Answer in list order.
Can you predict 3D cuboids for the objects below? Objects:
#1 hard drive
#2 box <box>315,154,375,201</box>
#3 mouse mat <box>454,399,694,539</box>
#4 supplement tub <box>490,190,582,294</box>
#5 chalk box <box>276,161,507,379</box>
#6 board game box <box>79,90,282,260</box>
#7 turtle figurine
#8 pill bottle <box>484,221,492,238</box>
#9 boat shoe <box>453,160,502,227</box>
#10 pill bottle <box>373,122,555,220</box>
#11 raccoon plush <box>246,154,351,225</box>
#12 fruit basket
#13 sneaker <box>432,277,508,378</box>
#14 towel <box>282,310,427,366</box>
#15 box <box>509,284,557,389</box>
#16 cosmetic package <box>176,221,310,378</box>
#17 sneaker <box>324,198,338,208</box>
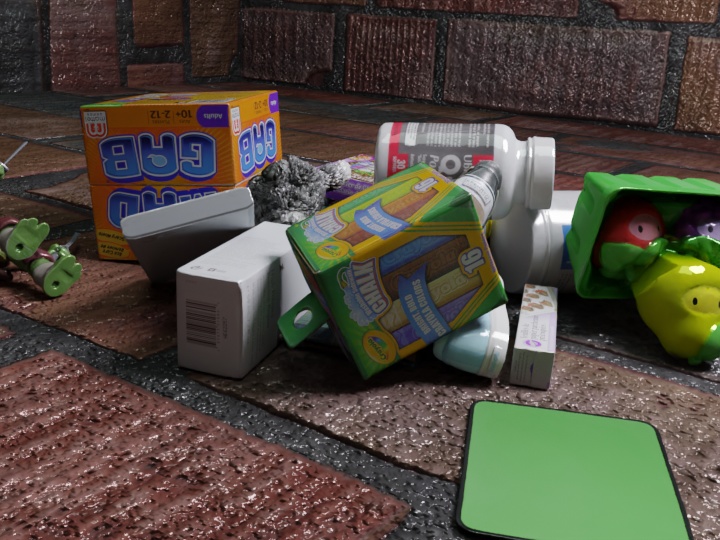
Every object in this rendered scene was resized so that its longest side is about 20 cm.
[{"bbox_3d":[-0.183,-0.034,0.892,0.132,0.026,0.200,-16,-11,-10],"label":"hard drive"},{"bbox_3d":[0.026,-0.129,1.179,0.137,0.039,0.200,15,18,17],"label":"box"},{"bbox_3d":[0.158,0.153,0.613,0.161,0.008,0.200,6,19,10],"label":"mouse mat"},{"bbox_3d":[0.281,-0.036,1.019,0.200,0.132,0.132,-2,19,-15],"label":"supplement tub"},{"bbox_3d":[0.011,0.005,0.753,0.200,0.124,0.124,-27,28,-8],"label":"chalk box"},{"bbox_3d":[-0.229,-0.135,1.093,0.200,0.200,0.200,1,17,12],"label":"board game box"},{"bbox_3d":[-0.395,-0.060,0.955,0.200,0.144,0.194,-18,31,-41],"label":"turtle figurine"},{"bbox_3d":[0.107,-0.054,1.044,0.109,0.109,0.200,11,32,22],"label":"pill bottle"},{"bbox_3d":[0.103,-0.043,0.875,0.072,0.200,0.071,43,57,4],"label":"boat shoe"},{"bbox_3d":[0.120,-0.115,0.931,0.200,0.111,0.111,2,17,10],"label":"pill bottle"},{"bbox_3d":[-0.051,-0.071,0.992,0.200,0.097,0.134,-25,73,-33],"label":"raccoon plush"},{"bbox_3d":[0.338,-0.010,0.862,0.215,0.156,0.216,7,31,-4],"label":"fruit basket"},{"bbox_3d":[0.101,0.039,0.830,0.082,0.074,0.200,16,17,-4],"label":"sneaker"},{"bbox_3d":[0.017,0.051,0.884,0.146,0.022,0.200,8,20,16],"label":"towel"},{"bbox_3d":[0.184,0.063,0.841,0.039,0.042,0.200,7,17,12],"label":"box"},{"bbox_3d":[-0.108,0.023,0.818,0.074,0.102,0.200,10,20,17],"label":"cosmetic package"},{"bbox_3d":[-0.045,-0.102,1.254,0.121,0.084,0.200,13,19,0],"label":"sneaker"}]
